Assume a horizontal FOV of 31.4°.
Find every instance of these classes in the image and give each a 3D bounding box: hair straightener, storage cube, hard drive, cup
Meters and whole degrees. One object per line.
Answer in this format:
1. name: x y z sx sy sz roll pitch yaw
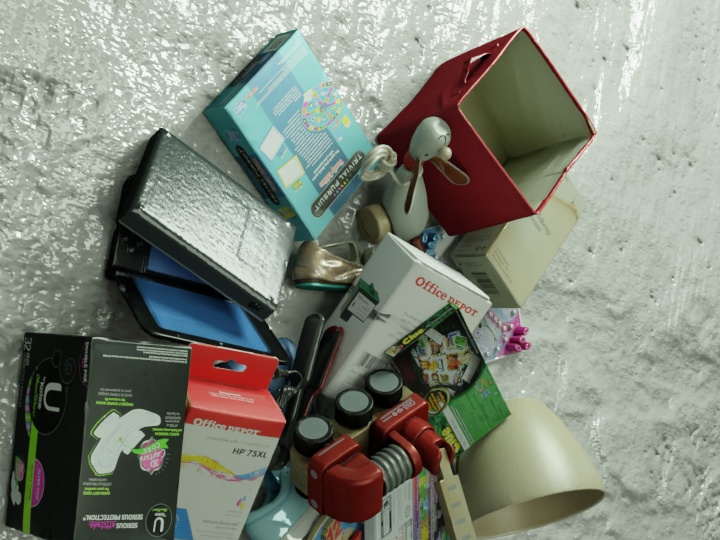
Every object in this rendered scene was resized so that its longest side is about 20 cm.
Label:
1. hair straightener: -0.086 0.141 1.485 0.077 0.041 0.202 35 72 -36
2. storage cube: 0.161 -0.177 1.654 0.201 0.179 0.171 50 59 -17
3. hard drive: -0.165 -0.053 1.420 0.199 0.033 0.141 37 40 -24
4. cup: 0.208 0.253 1.684 0.198 0.200 0.145 8 58 -40

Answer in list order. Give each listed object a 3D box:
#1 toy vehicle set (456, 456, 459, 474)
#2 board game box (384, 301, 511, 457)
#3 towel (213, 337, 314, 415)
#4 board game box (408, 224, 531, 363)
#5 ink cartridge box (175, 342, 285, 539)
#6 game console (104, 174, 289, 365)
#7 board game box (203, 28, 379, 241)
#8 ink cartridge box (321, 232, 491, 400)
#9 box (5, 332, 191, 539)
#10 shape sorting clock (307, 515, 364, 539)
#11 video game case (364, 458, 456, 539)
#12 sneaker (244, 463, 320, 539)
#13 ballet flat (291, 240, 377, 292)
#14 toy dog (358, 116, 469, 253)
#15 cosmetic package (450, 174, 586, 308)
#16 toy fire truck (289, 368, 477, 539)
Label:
1. toy vehicle set: 0.117 0.239 1.726 0.200 0.026 0.126 41 64 -33
2. board game box: 0.110 0.140 1.574 0.104 0.023 0.201 -37 128 -11
3. towel: -0.142 0.158 1.486 0.198 0.048 0.113 -24 104 -39
4. board game box: 0.155 0.032 1.763 0.198 0.026 0.204 -12 98 -41
5. ink cartridge box: -0.158 0.186 1.366 0.115 0.067 0.202 12 110 -30
6. game console: -0.168 -0.001 1.419 0.198 0.115 0.179 17 80 -40
7. board game box: -0.078 -0.161 1.545 0.151 0.047 0.201 -50 121 -30
8. ink cartridge box: 0.044 0.075 1.570 0.145 0.084 0.201 28 101 -38
9. box: -0.268 0.171 1.308 0.123 0.147 0.204 9 83 -42
10. shape sorting clock: -0.028 0.364 1.553 0.199 0.039 0.203 -29 126 -50
11. video game case: 0.065 0.333 1.633 0.181 0.023 0.203 -26 121 -48
12. sneaker: -0.070 0.252 1.536 0.082 0.074 0.200 46 47 -6
13. ballet flat: 0.000 0.000 1.602 0.198 0.067 0.068 13 74 -42
14. toy dog: 0.071 -0.088 1.591 0.131 0.201 0.097 -32 68 -16
15. cosmetic package: 0.219 -0.054 1.755 0.104 0.073 0.201 52 59 -28
16. toy fire truck: 0.038 0.240 1.464 0.175 0.199 0.130 -29 137 -34
